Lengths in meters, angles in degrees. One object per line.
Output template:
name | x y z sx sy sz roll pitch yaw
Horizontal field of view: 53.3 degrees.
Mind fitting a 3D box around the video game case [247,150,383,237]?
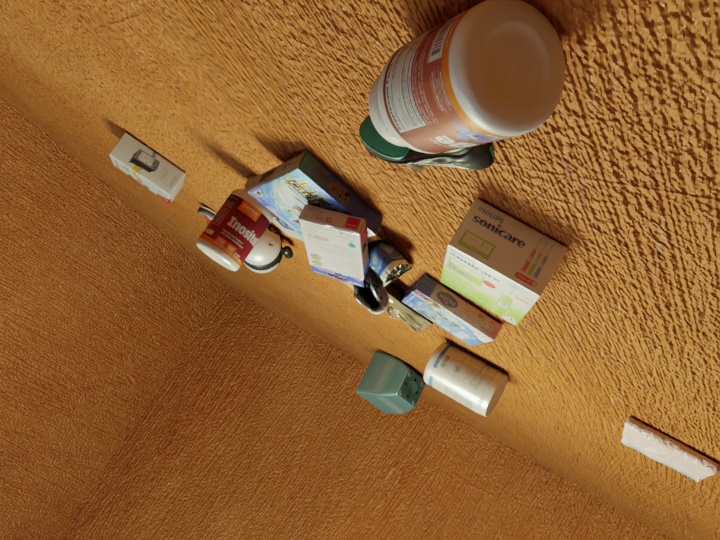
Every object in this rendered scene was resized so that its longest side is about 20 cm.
video game case | -0.087 -0.123 1.349 0.200 0.046 0.181 39 149 -26

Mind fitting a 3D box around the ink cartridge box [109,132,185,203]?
ink cartridge box | -0.608 -0.291 2.062 0.200 0.086 0.148 33 168 -9

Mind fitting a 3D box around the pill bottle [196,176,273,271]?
pill bottle | -0.271 -0.109 1.623 0.113 0.200 0.113 31 168 7

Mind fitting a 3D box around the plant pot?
plant pot | 0.143 0.458 2.880 0.196 0.197 0.200 40 157 -30

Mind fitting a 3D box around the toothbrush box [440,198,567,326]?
toothbrush box | 0.205 -0.007 1.072 0.145 0.086 0.200 31 167 10

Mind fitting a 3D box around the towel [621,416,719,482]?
towel | 0.682 0.404 1.605 0.199 0.032 0.191 27 166 24

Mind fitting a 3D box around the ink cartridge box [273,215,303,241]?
ink cartridge box | -0.138 -0.100 1.718 0.200 0.037 0.095 24 165 46

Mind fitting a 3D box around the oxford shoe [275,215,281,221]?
oxford shoe | -0.164 -0.141 1.521 0.070 0.075 0.200 35 168 -12

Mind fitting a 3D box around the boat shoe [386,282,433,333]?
boat shoe | 0.095 0.092 1.744 0.200 0.064 0.071 38 -155 -30

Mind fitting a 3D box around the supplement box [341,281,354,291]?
supplement box | 0.000 0.000 1.684 0.069 0.067 0.200 37 167 -7

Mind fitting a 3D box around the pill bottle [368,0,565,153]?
pill bottle | 0.085 -0.169 0.667 0.112 0.112 0.200 37 168 -20

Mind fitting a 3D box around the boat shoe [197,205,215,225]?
boat shoe | -0.465 -0.137 2.361 0.071 0.063 0.200 22 162 50

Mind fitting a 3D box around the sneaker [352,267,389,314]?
sneaker | -0.003 0.003 1.520 0.200 0.075 0.115 57 -172 2

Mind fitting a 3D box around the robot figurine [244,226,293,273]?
robot figurine | -0.281 -0.064 2.034 0.125 0.150 0.200 61 172 8

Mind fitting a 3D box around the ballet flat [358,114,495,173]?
ballet flat | 0.081 -0.149 0.877 0.200 0.068 0.068 21 172 46

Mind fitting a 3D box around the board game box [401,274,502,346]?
board game box | 0.197 0.094 1.596 0.199 0.043 0.200 32 169 1

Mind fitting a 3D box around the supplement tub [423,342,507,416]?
supplement tub | 0.285 0.295 1.963 0.199 0.132 0.132 29 168 23

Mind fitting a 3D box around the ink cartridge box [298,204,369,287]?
ink cartridge box | -0.046 -0.044 1.365 0.119 0.042 0.200 16 151 12

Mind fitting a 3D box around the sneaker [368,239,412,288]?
sneaker | 0.053 -0.023 1.471 0.089 0.078 0.200 55 177 8
